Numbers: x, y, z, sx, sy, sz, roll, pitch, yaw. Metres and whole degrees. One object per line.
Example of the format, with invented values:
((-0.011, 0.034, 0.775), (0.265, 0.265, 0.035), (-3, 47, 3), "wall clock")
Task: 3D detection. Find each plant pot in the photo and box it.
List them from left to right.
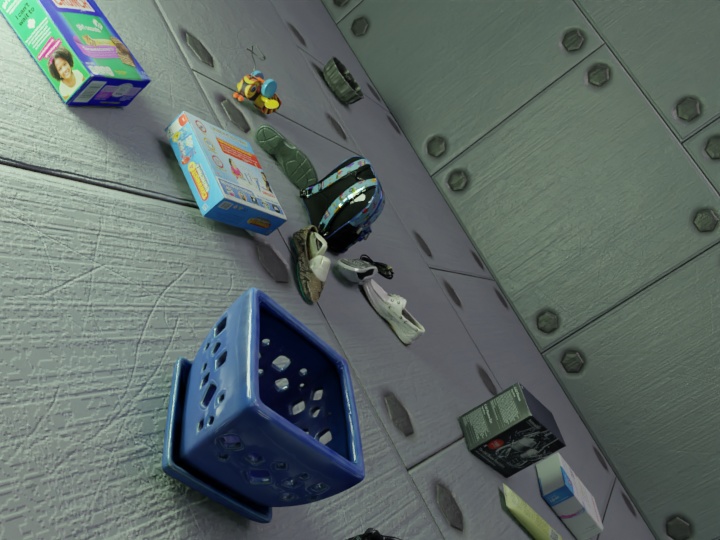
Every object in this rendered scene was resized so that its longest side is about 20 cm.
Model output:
((-0.128, 0.177, 0.858), (0.200, 0.179, 0.201), (42, 23, -33), "plant pot")

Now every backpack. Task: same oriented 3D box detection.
((-0.025, -0.163, 1.678), (0.134, 0.199, 0.184), (33, 27, -48), "backpack")

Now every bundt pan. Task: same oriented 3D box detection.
((-0.074, -0.737, 2.750), (0.202, 0.075, 0.203), (47, 19, -22), "bundt pan")

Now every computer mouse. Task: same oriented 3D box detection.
((0.000, 0.000, 1.684), (0.109, 0.044, 0.199), (26, 14, 24), "computer mouse")

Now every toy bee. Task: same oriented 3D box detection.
((-0.273, -0.456, 1.762), (0.130, 0.109, 0.201), (29, -18, 44), "toy bee")

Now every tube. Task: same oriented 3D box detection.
((0.411, 0.605, 1.699), (0.200, 0.052, 0.058), (46, -22, -16), "tube")

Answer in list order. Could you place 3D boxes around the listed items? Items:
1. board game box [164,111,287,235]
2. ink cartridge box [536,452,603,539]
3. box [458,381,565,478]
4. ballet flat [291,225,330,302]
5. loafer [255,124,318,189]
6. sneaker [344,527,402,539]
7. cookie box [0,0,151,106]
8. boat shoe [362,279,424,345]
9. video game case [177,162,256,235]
((-0.247, -0.175, 1.299), (0.199, 0.056, 0.198), (17, 41, -62), "board game box")
((0.605, 0.658, 2.029), (0.201, 0.084, 0.145), (50, 19, -13), "ink cartridge box")
((0.379, 0.401, 1.746), (0.200, 0.181, 0.105), (40, 23, -37), "box")
((-0.098, -0.025, 1.452), (0.068, 0.075, 0.202), (40, 23, -39), "ballet flat")
((-0.176, -0.285, 1.725), (0.200, 0.072, 0.063), (46, 14, -20), "loafer")
((0.051, 0.425, 0.939), (0.200, 0.139, 0.078), (48, 19, -19), "sneaker")
((-0.462, -0.370, 1.133), (0.201, 0.075, 0.171), (54, 19, -1), "cookie box")
((0.085, 0.090, 1.724), (0.200, 0.069, 0.071), (49, 22, -15), "boat shoe")
((-0.268, -0.184, 1.384), (0.200, 0.023, 0.183), (46, 20, -27), "video game case")
